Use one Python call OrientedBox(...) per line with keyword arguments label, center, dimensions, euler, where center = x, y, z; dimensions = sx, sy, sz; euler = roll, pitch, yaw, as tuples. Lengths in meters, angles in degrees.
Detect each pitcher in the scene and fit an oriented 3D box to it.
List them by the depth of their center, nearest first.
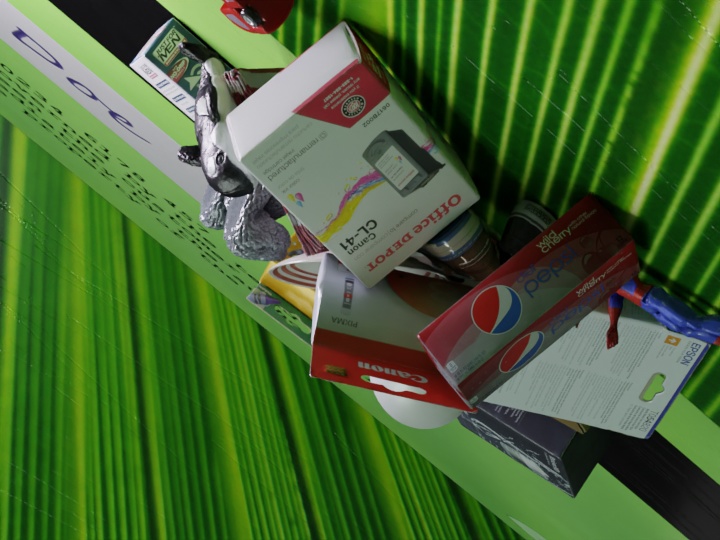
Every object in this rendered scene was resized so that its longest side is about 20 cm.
OrientedBox(label="pitcher", center=(0.044, 0.083, 1.501), dimensions=(0.170, 0.122, 0.201), euler=(25, 157, 21))

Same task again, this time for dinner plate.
OrientedBox(label="dinner plate", center=(0.000, 0.000, 1.471), dimensions=(0.197, 0.025, 0.200), euler=(4, 168, 1))

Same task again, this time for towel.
OrientedBox(label="towel", center=(-0.060, -0.115, 1.389), dimensions=(0.202, 0.023, 0.144), euler=(65, -158, 2))

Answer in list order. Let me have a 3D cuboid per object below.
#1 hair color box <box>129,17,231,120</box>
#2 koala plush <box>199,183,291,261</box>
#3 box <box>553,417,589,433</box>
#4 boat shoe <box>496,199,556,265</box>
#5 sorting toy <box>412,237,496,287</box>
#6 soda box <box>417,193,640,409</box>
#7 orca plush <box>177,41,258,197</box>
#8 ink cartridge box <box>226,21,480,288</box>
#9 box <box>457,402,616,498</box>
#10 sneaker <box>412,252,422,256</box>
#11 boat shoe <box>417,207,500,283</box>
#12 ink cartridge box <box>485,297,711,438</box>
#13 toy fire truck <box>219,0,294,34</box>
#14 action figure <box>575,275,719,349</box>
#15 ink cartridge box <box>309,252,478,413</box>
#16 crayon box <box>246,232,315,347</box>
OrientedBox(label="hair color box", center=(-0.173, -0.206, 1.629), dimensions=(0.199, 0.061, 0.100), euler=(40, 168, -16))
OrientedBox(label="koala plush", center=(-0.050, -0.091, 1.544), dimensions=(0.198, 0.186, 0.177), euler=(20, -171, -25))
OrientedBox(label="box", center=(0.172, 0.105, 1.559), dimensions=(0.162, 0.021, 0.200), euler=(29, 166, 35))
OrientedBox(label="boat shoe", center=(0.165, -0.004, 1.382), dimensions=(0.070, 0.067, 0.200), euler=(34, 168, 12))
OrientedBox(label="sorting toy", center=(0.150, 0.032, 1.571), dimensions=(0.199, 0.070, 0.198), euler=(39, 169, -14))
OrientedBox(label="soda box", center=(0.149, 0.028, 1.199), dimensions=(0.064, 0.199, 0.070), euler=(49, 177, 30))
OrientedBox(label="orca plush", center=(-0.152, -0.138, 1.314), dimensions=(0.105, 0.070, 0.202), euler=(54, -167, -61))
OrientedBox(label="ink cartridge box", center=(-0.005, -0.103, 1.261), dimensions=(0.200, 0.147, 0.086), euler=(44, -166, -33))
OrientedBox(label="box", center=(0.223, 0.176, 1.799), dimensions=(0.195, 0.125, 0.200), euler=(30, 167, 25))
OrientedBox(label="sneaker", center=(0.029, -0.025, 1.691), dimensions=(0.199, 0.081, 0.070), euler=(36, 167, -1))
OrientedBox(label="boat shoe", center=(0.091, -0.024, 1.365), dimensions=(0.073, 0.072, 0.200), euler=(50, -177, -12))
OrientedBox(label="ink cartridge box", center=(0.226, 0.087, 1.376), dimensions=(0.197, 0.041, 0.201), euler=(14, 143, -2))
OrientedBox(label="toy fire truck", center=(-0.162, -0.297, 1.258), dimensions=(0.200, 0.049, 0.141), euler=(42, 168, -28))
OrientedBox(label="action figure", center=(0.260, 0.052, 1.249), dimensions=(0.199, 0.099, 0.065), euler=(37, 170, 12))
OrientedBox(label="ink cartridge box", center=(0.033, 0.054, 1.288), dimensions=(0.160, 0.051, 0.200), euler=(13, -161, -5))
OrientedBox(label="crayon box", center=(-0.038, 0.000, 1.711), dimensions=(0.125, 0.200, 0.052), euler=(36, 136, 2))
